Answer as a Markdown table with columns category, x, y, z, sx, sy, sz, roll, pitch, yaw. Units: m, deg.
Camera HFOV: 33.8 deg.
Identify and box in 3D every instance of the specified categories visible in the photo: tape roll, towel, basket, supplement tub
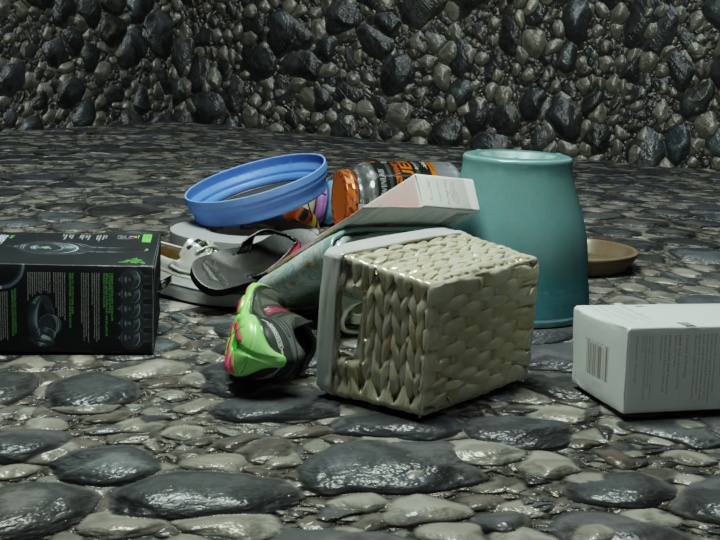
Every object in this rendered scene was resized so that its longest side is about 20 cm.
| category | x | y | z | sx | sy | sz | roll | pitch | yaw |
| --- | --- | --- | --- | --- | --- | --- | --- | --- | --- |
| tape roll | -0.153 | -0.022 | 1.562 | 0.196 | 0.067 | 0.200 | 1 | 12 | 0 |
| towel | 0.000 | 0.000 | 1.362 | 0.198 | 0.049 | 0.171 | -2 | -19 | -37 |
| basket | 0.067 | 0.043 | 1.098 | 0.122 | 0.138 | 0.199 | 13 | 16 | 37 |
| supplement tub | 0.058 | -0.114 | 1.915 | 0.197 | 0.125 | 0.122 | -2 | 12 | -19 |

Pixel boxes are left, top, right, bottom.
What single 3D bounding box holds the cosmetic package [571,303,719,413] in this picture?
| category | x | y | z | sx | sy | sz | roll | pitch | yaw |
| --- | --- | --- | --- | --- | --- | --- | --- | --- | --- |
| cosmetic package | 0.309 | 0.078 | 1.104 | 0.197 | 0.083 | 0.113 | -2 | 10 | -17 |

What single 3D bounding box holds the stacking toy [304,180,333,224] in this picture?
| category | x | y | z | sx | sy | sz | roll | pitch | yaw |
| --- | --- | --- | --- | --- | --- | --- | --- | --- | --- |
| stacking toy | -0.009 | -0.112 | 2.033 | 0.197 | 0.087 | 0.085 | 6 | 10 | -15 |

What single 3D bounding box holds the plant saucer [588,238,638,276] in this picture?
| category | x | y | z | sx | sy | sz | roll | pitch | yaw |
| --- | --- | --- | --- | --- | --- | --- | --- | --- | --- |
| plant saucer | 0.308 | -0.022 | 1.743 | 0.196 | 0.030 | 0.200 | 1 | 12 | 0 |

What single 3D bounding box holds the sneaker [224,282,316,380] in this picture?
| category | x | y | z | sx | sy | sz | roll | pitch | yaw |
| --- | --- | --- | --- | --- | --- | --- | --- | --- | --- |
| sneaker | -0.085 | 0.068 | 1.148 | 0.083 | 0.078 | 0.200 | 18 | 13 | -7 |

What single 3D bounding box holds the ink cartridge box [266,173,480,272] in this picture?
| category | x | y | z | sx | sy | sz | roll | pitch | yaw |
| --- | --- | --- | --- | --- | --- | --- | --- | --- | --- |
| ink cartridge box | 0.009 | -0.052 | 1.358 | 0.174 | 0.045 | 0.199 | 0 | -20 | -40 |

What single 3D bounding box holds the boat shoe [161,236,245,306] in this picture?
| category | x | y | z | sx | sy | sz | roll | pitch | yaw |
| --- | --- | --- | --- | --- | --- | --- | --- | --- | --- |
| boat shoe | -0.199 | -0.004 | 1.440 | 0.197 | 0.071 | 0.071 | 12 | 15 | 26 |

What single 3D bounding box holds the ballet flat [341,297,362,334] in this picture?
| category | x | y | z | sx | sy | sz | roll | pitch | yaw |
| --- | --- | --- | --- | --- | --- | --- | --- | --- | --- |
| ballet flat | 0.059 | 0.040 | 1.312 | 0.196 | 0.071 | 0.069 | -8 | 13 | -10 |

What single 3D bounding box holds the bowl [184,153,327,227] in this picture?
| category | x | y | z | sx | sy | sz | roll | pitch | yaw |
| --- | --- | --- | --- | --- | --- | --- | --- | --- | --- |
| bowl | -0.137 | -0.108 | 1.600 | 0.197 | 0.040 | 0.201 | -13 | 18 | 4 |

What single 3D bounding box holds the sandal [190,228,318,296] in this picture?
| category | x | y | z | sx | sy | sz | roll | pitch | yaw |
| --- | --- | --- | --- | --- | --- | --- | --- | --- | --- |
| sandal | -0.113 | -0.017 | 1.409 | 0.198 | 0.045 | 0.075 | -18 | 54 | -45 |

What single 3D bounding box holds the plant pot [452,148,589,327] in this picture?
| category | x | y | z | sx | sy | sz | roll | pitch | yaw |
| --- | --- | --- | --- | --- | --- | --- | --- | --- | --- |
| plant pot | 0.186 | -0.047 | 1.432 | 0.196 | 0.191 | 0.200 | 3 | 11 | -1 |

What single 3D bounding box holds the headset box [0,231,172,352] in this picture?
| category | x | y | z | sx | sy | sz | roll | pitch | yaw |
| --- | --- | --- | --- | --- | --- | --- | --- | --- | --- |
| headset box | -0.298 | 0.020 | 1.249 | 0.196 | 0.094 | 0.174 | 1 | 12 | -7 |

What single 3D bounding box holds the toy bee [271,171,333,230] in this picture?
| category | x | y | z | sx | sy | sz | roll | pitch | yaw |
| --- | --- | --- | --- | --- | --- | --- | --- | --- | --- |
| toy bee | -0.107 | -0.054 | 1.706 | 0.198 | 0.110 | 0.131 | -4 | 35 | 48 |
